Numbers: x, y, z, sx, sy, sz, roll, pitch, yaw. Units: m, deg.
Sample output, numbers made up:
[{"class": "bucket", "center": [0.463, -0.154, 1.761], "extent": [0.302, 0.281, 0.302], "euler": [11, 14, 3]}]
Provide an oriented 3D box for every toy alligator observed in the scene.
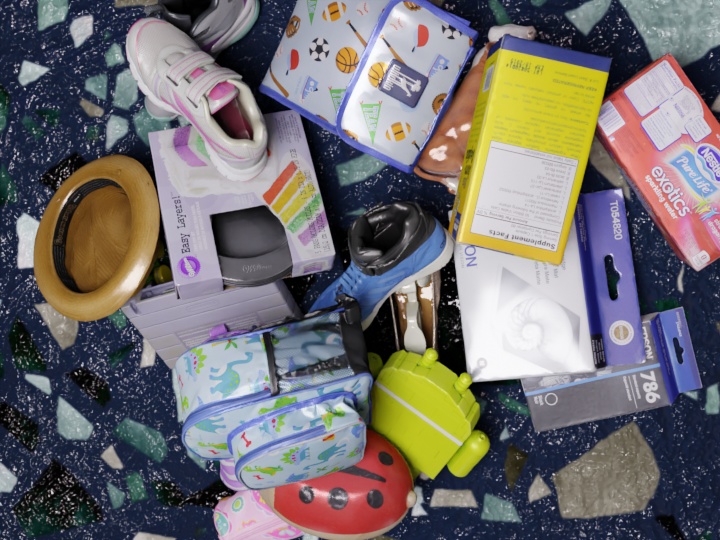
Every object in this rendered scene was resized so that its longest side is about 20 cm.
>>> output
[{"class": "toy alligator", "center": [-0.292, -0.029, 0.995], "extent": [0.058, 0.054, 0.204], "euler": [-16, 94, 14]}]

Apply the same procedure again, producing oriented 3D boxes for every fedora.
[{"class": "fedora", "center": [-0.297, -0.033, 0.925], "extent": [0.197, 0.082, 0.205], "euler": [-8, 71, 23]}]

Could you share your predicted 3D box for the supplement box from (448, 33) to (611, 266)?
[{"class": "supplement box", "center": [0.165, -0.120, 0.788], "extent": [0.107, 0.110, 0.204], "euler": [13, 98, 0]}]

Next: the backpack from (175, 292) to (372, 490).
[{"class": "backpack", "center": [-0.086, 0.138, 0.798], "extent": [0.196, 0.184, 0.149], "euler": [-9, 62, -7]}]

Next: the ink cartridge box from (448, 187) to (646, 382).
[{"class": "ink cartridge box", "center": [0.207, 0.017, 0.870], "extent": [0.196, 0.041, 0.204], "euler": [-9, 84, 16]}]

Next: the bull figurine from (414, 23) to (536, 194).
[{"class": "bull figurine", "center": [0.142, -0.172, 0.868], "extent": [0.121, 0.065, 0.200], "euler": [43, 104, 3]}]

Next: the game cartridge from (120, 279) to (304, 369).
[{"class": "game cartridge", "center": [-0.177, 0.055, 0.958], "extent": [0.196, 0.039, 0.130], "euler": [-14, 136, 14]}]

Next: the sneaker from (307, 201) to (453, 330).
[{"class": "sneaker", "center": [0.000, -0.001, 0.847], "extent": [0.198, 0.111, 0.078], "euler": [-34, 54, 14]}]

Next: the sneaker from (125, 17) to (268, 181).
[{"class": "sneaker", "center": [-0.162, -0.190, 0.820], "extent": [0.200, 0.088, 0.082], "euler": [45, 67, -12]}]

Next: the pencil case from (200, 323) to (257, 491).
[{"class": "pencil case", "center": [-0.150, 0.169, 0.946], "extent": [0.083, 0.085, 0.204], "euler": [-18, 117, -28]}]

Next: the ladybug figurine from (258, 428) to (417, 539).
[{"class": "ladybug figurine", "center": [-0.030, 0.232, 0.888], "extent": [0.196, 0.072, 0.138], "euler": [10, 59, 10]}]

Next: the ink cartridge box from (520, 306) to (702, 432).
[{"class": "ink cartridge box", "center": [0.283, 0.115, 0.890], "extent": [0.196, 0.039, 0.101], "euler": [-17, 93, 14]}]

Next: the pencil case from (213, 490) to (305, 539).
[{"class": "pencil case", "center": [-0.087, 0.295, 0.979], "extent": [0.197, 0.087, 0.089], "euler": [-25, 92, 16]}]

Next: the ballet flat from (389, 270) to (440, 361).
[{"class": "ballet flat", "center": [0.064, 0.036, 0.914], "extent": [0.067, 0.067, 0.204], "euler": [-8, 96, 12]}]

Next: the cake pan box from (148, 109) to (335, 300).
[{"class": "cake pan box", "center": [-0.136, -0.075, 0.881], "extent": [0.180, 0.052, 0.204], "euler": [-10, 70, -10]}]

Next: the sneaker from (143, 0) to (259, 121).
[{"class": "sneaker", "center": [-0.213, -0.267, 0.896], "extent": [0.077, 0.140, 0.201], "euler": [40, 103, 12]}]

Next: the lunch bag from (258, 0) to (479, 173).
[{"class": "lunch bag", "center": [0.012, -0.225, 0.848], "extent": [0.198, 0.123, 0.172], "euler": [33, 106, 18]}]

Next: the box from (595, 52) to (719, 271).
[{"class": "box", "center": [0.331, -0.113, 0.816], "extent": [0.099, 0.095, 0.202], "euler": [-35, 89, 16]}]

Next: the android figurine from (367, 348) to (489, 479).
[{"class": "android figurine", "center": [0.065, 0.166, 0.901], "extent": [0.180, 0.041, 0.202], "euler": [33, 135, 10]}]
